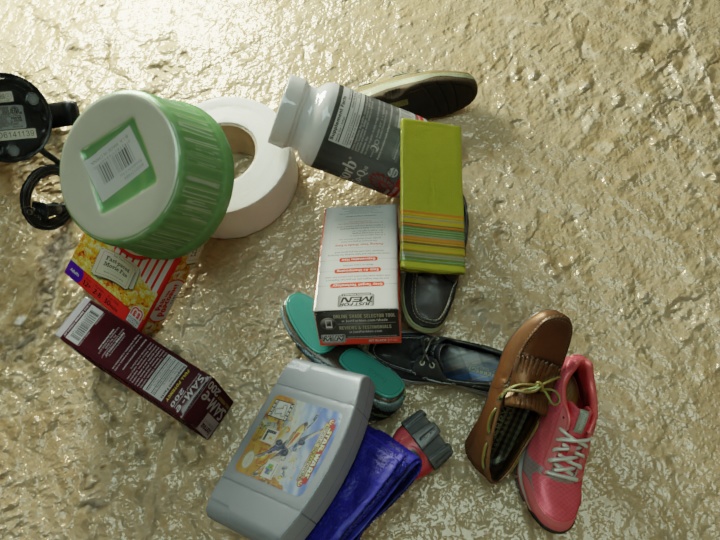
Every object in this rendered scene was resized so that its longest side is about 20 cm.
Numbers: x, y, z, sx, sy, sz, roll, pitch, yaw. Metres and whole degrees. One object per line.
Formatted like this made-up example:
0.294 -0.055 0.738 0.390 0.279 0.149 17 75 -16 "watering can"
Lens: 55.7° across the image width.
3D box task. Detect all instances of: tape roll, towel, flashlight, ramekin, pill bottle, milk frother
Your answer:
-0.192 -0.150 0.979 0.200 0.071 0.204 -2 64 5 "tape roll"
-0.047 0.213 0.751 0.148 0.050 0.199 -44 40 -19 "towel"
0.010 0.243 0.774 0.199 0.068 0.068 -36 42 -7 "flashlight"
-0.261 -0.116 0.819 0.198 0.098 0.202 -1 87 20 "ramekin"
0.089 -0.093 0.854 0.085 0.018 0.202 6 73 -16 "towel"
-0.017 -0.183 0.919 0.198 0.116 0.117 19 65 -11 "pill bottle"
-0.512 -0.169 0.991 0.187 0.180 0.202 11 93 48 "milk frother"

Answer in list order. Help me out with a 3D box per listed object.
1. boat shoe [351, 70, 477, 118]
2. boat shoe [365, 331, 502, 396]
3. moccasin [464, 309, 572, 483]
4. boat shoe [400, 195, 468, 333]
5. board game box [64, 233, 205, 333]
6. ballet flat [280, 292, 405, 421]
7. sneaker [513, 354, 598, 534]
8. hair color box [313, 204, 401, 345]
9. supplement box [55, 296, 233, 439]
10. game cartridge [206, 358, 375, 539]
0.073 -0.272 1.020 0.198 0.072 0.077 -8 48 0 "boat shoe"
0.101 0.110 0.826 0.198 0.066 0.070 14 65 12 "boat shoe"
0.178 0.139 0.749 0.073 0.078 0.202 25 99 -18 "moccasin"
0.097 -0.018 0.876 0.073 0.065 0.201 14 59 -3 "boat shoe"
-0.286 -0.042 0.902 0.151 0.046 0.201 33 98 19 "board game box"
-0.030 0.111 0.837 0.074 0.074 0.200 -41 63 -14 "ballet flat"
0.224 0.185 0.759 0.073 0.087 0.202 14 65 -5 "sneaker"
0.000 0.000 0.855 0.100 0.062 0.201 -2 40 5 "hair color box"
-0.260 0.120 0.831 0.199 0.109 0.061 29 69 17 "supplement box"
-0.068 0.191 0.729 0.132 0.042 0.201 2 53 43 "game cartridge"
